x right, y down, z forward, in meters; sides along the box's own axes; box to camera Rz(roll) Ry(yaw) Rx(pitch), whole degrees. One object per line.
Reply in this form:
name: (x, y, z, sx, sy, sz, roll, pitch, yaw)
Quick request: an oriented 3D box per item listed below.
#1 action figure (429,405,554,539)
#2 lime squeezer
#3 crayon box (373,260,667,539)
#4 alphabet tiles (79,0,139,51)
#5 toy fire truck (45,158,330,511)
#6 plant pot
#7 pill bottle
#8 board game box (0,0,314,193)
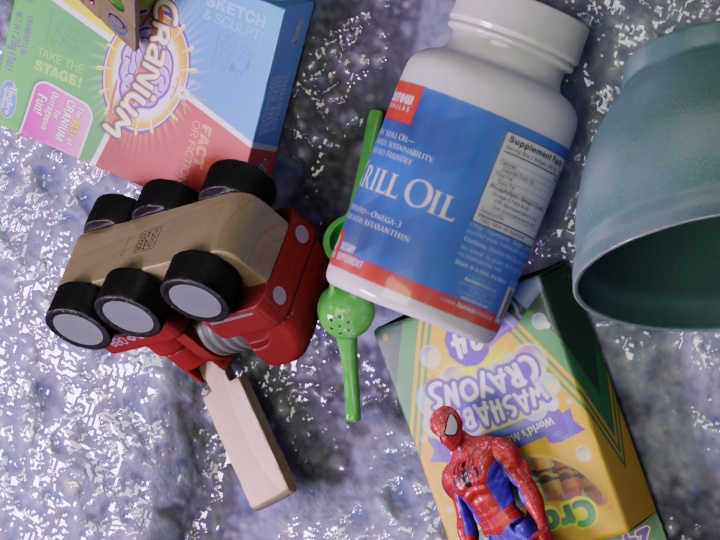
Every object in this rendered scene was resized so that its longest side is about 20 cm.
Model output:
action figure: (0.098, 0.171, 1.657, 0.065, 0.052, 0.200, -34, 82, 34)
lime squeezer: (0.000, 0.000, 1.699, 0.038, 0.071, 0.201, 6, 96, 27)
crayon box: (0.102, 0.109, 1.695, 0.125, 0.052, 0.201, -19, 92, 30)
alphabet tiles: (-0.209, -0.241, 1.697, 0.200, 0.008, 0.167, 44, 161, 13)
toy fire truck: (-0.083, 0.047, 1.748, 0.176, 0.129, 0.200, -14, 136, 43)
plant pot: (0.213, -0.060, 1.533, 0.200, 0.200, 0.135, -17, 67, 30)
pill bottle: (0.063, -0.067, 1.623, 0.112, 0.112, 0.201, 20, 90, 23)
board game box: (-0.139, -0.137, 1.776, 0.200, 0.040, 0.153, 23, 111, 22)
